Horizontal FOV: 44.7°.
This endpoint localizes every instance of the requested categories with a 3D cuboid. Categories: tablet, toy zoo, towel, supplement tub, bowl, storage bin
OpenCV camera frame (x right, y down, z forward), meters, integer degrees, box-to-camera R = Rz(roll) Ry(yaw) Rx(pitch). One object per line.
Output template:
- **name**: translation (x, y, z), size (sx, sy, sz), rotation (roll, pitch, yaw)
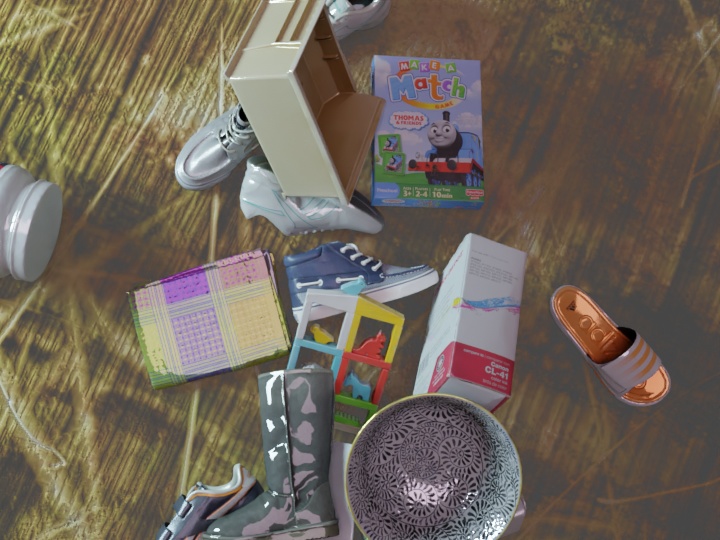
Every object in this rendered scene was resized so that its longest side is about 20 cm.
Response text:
- **tablet**: translation (-0.052, 0.313, 1.093), size (0.014, 0.129, 0.204), rotation (10, 83, -41)
- **toy zoo**: translation (-0.023, 0.106, 1.120), size (0.129, 0.021, 0.203), rotation (15, 107, -4)
- **towel**: translation (-0.192, 0.064, 1.144), size (0.197, 0.023, 0.146), rotation (-16, 88, -6)
- **supplement tub**: translation (-0.482, -0.072, 1.067), size (0.196, 0.140, 0.143), rotation (15, 84, -4)
- **bowl**: translation (0.081, 0.225, 1.006), size (0.197, 0.094, 0.205), rotation (0, 100, 1)
- **storage bin**: translation (-0.055, -0.221, 1.047), size (0.092, 0.201, 0.201), rotation (2, 53, 24)

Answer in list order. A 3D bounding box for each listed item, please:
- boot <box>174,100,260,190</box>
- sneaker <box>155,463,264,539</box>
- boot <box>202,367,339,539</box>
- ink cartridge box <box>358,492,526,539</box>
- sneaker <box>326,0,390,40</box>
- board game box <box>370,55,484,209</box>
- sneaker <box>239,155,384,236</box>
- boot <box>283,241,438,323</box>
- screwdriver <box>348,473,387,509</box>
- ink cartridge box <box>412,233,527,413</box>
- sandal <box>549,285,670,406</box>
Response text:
- **boot**: translation (-0.162, -0.185, 1.130), size (0.200, 0.096, 0.074), rotation (-42, 90, -7)
- **sneaker**: translation (-0.212, 0.318, 1.093), size (0.198, 0.078, 0.080), rotation (-30, 93, -18)
- **boot**: translation (-0.110, 0.226, 1.063), size (0.178, 0.073, 0.204), rotation (-6, 80, -7)
- **ink cartridge box**: translation (0.089, 0.280, 1.096), size (0.196, 0.085, 0.148), rotation (-16, 59, -7)
- **sneaker**: translation (-0.046, -0.332, 1.157), size (0.199, 0.080, 0.071), rotation (-33, 91, -6)
- **board game box**: translation (0.089, -0.186, 1.173), size (0.148, 0.037, 0.204), rotation (1, 75, -6)
- **sneaker**: translation (-0.065, -0.082, 1.154), size (0.197, 0.071, 0.081), rotation (19, 111, -11)
- **boot**: translation (0.000, 0.000, 1.142), size (0.196, 0.073, 0.092), rotation (-15, 92, -6)
- **screwdriver**: translation (0.051, 0.220, 1.074), size (0.029, 0.028, 0.200), rotation (38, 63, 13)
- **ink cartridge box**: translation (0.133, 0.081, 1.077), size (0.084, 0.148, 0.203), rotation (19, 58, -5)
- **sandal**: translation (0.337, 0.104, 1.174), size (0.206, 0.059, 0.079), rotation (44, 83, -1)
